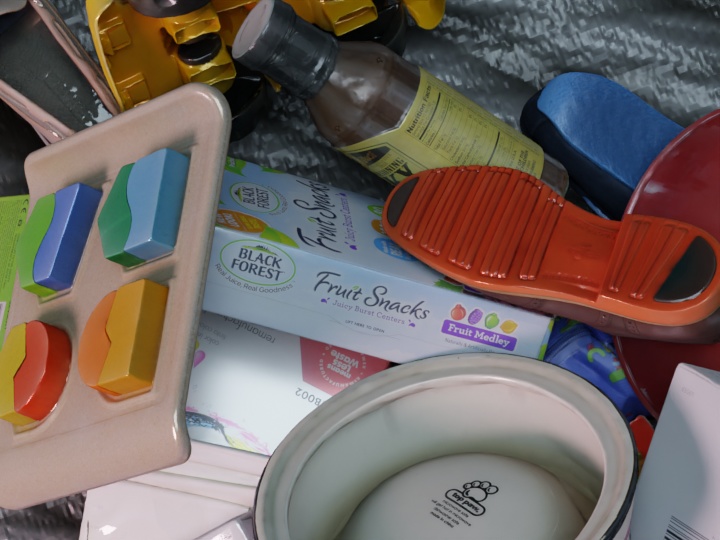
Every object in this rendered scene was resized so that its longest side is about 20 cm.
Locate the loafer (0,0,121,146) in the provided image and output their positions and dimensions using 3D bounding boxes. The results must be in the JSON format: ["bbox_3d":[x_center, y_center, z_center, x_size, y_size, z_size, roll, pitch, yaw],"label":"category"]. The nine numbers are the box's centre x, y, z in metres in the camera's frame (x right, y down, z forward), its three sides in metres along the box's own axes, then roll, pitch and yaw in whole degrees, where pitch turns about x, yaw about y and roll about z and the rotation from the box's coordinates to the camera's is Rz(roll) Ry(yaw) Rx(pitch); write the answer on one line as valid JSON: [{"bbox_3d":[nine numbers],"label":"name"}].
[{"bbox_3d":[-0.198,-0.131,1.732,0.200,0.063,0.072,43,82,6],"label":"loafer"}]

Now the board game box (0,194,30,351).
[{"bbox_3d":[-0.153,0.003,1.654,0.030,0.200,0.096,18,78,-32],"label":"board game box"}]

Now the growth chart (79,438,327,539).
[{"bbox_3d":[-0.097,0.176,1.646,0.144,0.018,0.201,19,114,6],"label":"growth chart"}]

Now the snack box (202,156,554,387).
[{"bbox_3d":[0.000,0.000,1.658,0.199,0.142,0.053,15,106,-8],"label":"snack box"}]

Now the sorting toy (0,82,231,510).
[{"bbox_3d":[-0.141,0.014,1.580,0.036,0.185,0.201,18,67,-35],"label":"sorting toy"}]

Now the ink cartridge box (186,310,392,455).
[{"bbox_3d":[-0.075,0.113,1.690,0.116,0.068,0.201,26,81,3],"label":"ink cartridge box"}]

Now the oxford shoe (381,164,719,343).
[{"bbox_3d":[0.103,0.000,1.601,0.199,0.073,0.071,19,67,25],"label":"oxford shoe"}]

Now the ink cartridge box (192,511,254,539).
[{"bbox_3d":[-0.078,0.252,1.599,0.160,0.050,0.201,-30,81,21],"label":"ink cartridge box"}]

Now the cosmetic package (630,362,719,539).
[{"bbox_3d":[0.240,0.175,1.566,0.199,0.123,0.201,14,99,-28],"label":"cosmetic package"}]

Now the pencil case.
[{"bbox_3d":[0.073,0.104,1.689,0.200,0.087,0.078,-39,59,-8],"label":"pencil case"}]

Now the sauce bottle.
[{"bbox_3d":[0.020,-0.082,1.650,0.199,0.065,0.065,32,80,-19],"label":"sauce bottle"}]

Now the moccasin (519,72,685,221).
[{"bbox_3d":[0.177,-0.045,1.723,0.200,0.068,0.081,43,69,-12],"label":"moccasin"}]

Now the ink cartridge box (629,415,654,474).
[{"bbox_3d":[0.161,0.207,1.665,0.162,0.050,0.200,-39,103,-8],"label":"ink cartridge box"}]

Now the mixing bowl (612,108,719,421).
[{"bbox_3d":[0.247,0.011,1.651,0.199,0.108,0.202,-6,101,-31],"label":"mixing bowl"}]

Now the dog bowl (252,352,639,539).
[{"bbox_3d":[0.048,0.134,1.541,0.199,0.074,0.201,-10,37,8],"label":"dog bowl"}]

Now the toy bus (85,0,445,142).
[{"bbox_3d":[-0.077,-0.192,1.714,0.199,0.136,0.192,-26,50,-8],"label":"toy bus"}]
